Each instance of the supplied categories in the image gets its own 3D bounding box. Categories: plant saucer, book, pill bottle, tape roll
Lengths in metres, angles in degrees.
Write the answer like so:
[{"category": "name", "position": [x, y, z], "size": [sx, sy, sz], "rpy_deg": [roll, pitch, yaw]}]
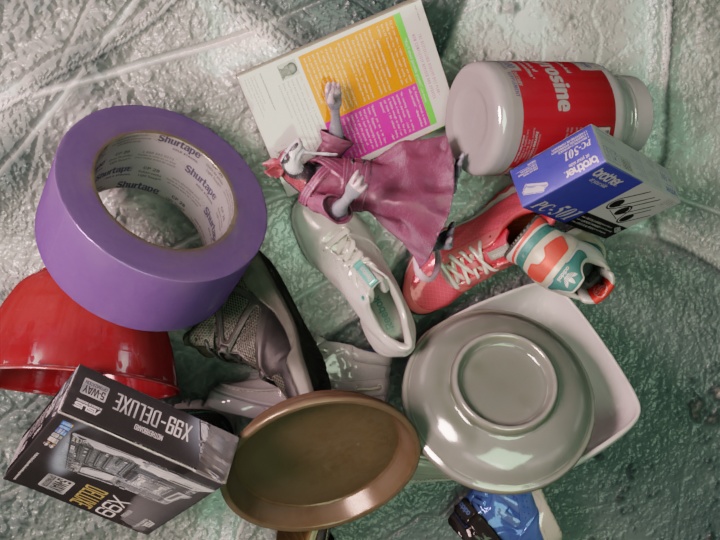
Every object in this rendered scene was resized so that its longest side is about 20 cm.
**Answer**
[{"category": "plant saucer", "position": [0.141, 0.119, 0.897], "size": [0.198, 0.050, 0.202], "rpy_deg": [1, 58, -2]}, {"category": "book", "position": [-0.011, -0.177, 0.921], "size": [0.198, 0.048, 0.135], "rpy_deg": [-24, 109, -4]}, {"category": "plant saucer", "position": [-0.039, 0.184, 0.870], "size": [0.198, 0.030, 0.202], "rpy_deg": [-8, 131, -9]}, {"category": "pill bottle", "position": [0.196, -0.157, 0.917], "size": [0.198, 0.112, 0.114], "rpy_deg": [-6, 104, -24]}, {"category": "tape roll", "position": [-0.192, -0.050, 0.831], "size": [0.199, 0.201, 0.085], "rpy_deg": [27, 135, -15]}]

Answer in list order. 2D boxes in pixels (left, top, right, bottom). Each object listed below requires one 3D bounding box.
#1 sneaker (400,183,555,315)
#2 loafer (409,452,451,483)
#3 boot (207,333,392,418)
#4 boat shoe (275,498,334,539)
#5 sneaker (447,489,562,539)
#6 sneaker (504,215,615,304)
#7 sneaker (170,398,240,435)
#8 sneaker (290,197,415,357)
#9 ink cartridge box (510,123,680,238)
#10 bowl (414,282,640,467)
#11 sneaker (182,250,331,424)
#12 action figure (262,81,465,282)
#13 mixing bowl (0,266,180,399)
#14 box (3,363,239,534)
[{"category": "sneaker", "position": [0.126, -0.024, 0.956], "size": [0.200, 0.087, 0.074], "rpy_deg": [-38, 105, 0]}, {"category": "loafer", "position": [0.019, 0.215, 1.000], "size": [0.197, 0.070, 0.071], "rpy_deg": [7, 110, -2]}, {"category": "boot", "position": [-0.062, 0.114, 0.969], "size": [0.198, 0.073, 0.097], "rpy_deg": [8, 91, -17]}, {"category": "boat shoe", "position": [-0.058, 0.314, 1.002], "size": [0.064, 0.073, 0.202], "rpy_deg": [2, 122, -26]}, {"category": "sneaker", "position": [0.144, 0.251, 1.024], "size": [0.110, 0.077, 0.201], "rpy_deg": [-27, 105, -6]}, {"category": "sneaker", "position": [0.225, 0.002, 0.931], "size": [0.093, 0.199, 0.071], "rpy_deg": [46, 108, 27]}, {"category": "sneaker", "position": [-0.224, 0.177, 0.933], "size": [0.198, 0.091, 0.079], "rpy_deg": [-5, 102, -9]}, {"category": "sneaker", "position": [0.000, 0.000, 0.925], "size": [0.075, 0.088, 0.201], "rpy_deg": [-36, 91, -5]}, {"category": "ink cartridge box", "position": [0.242, -0.084, 0.908], "size": [0.094, 0.199, 0.045], "rpy_deg": [-29, 66, 32]}, {"category": "bowl", "position": [0.171, 0.131, 0.961], "size": [0.198, 0.075, 0.201], "rpy_deg": [-22, 62, -17]}, {"category": "sneaker", "position": [-0.106, 0.085, 0.911], "size": [0.114, 0.076, 0.200], "rpy_deg": [-34, 68, 7]}, {"category": "action figure", "position": [0.000, -0.088, 0.897], "size": [0.197, 0.135, 0.150], "rpy_deg": [7, 144, -1]}, {"category": "mixing bowl", "position": [-0.269, 0.059, 0.866], "size": [0.198, 0.200, 0.110], "rpy_deg": [6, 74, -11]}, {"category": "box", "position": [-0.225, 0.173, 0.828], "size": [0.157, 0.050, 0.200], "rpy_deg": [29, 140, -19]}]
